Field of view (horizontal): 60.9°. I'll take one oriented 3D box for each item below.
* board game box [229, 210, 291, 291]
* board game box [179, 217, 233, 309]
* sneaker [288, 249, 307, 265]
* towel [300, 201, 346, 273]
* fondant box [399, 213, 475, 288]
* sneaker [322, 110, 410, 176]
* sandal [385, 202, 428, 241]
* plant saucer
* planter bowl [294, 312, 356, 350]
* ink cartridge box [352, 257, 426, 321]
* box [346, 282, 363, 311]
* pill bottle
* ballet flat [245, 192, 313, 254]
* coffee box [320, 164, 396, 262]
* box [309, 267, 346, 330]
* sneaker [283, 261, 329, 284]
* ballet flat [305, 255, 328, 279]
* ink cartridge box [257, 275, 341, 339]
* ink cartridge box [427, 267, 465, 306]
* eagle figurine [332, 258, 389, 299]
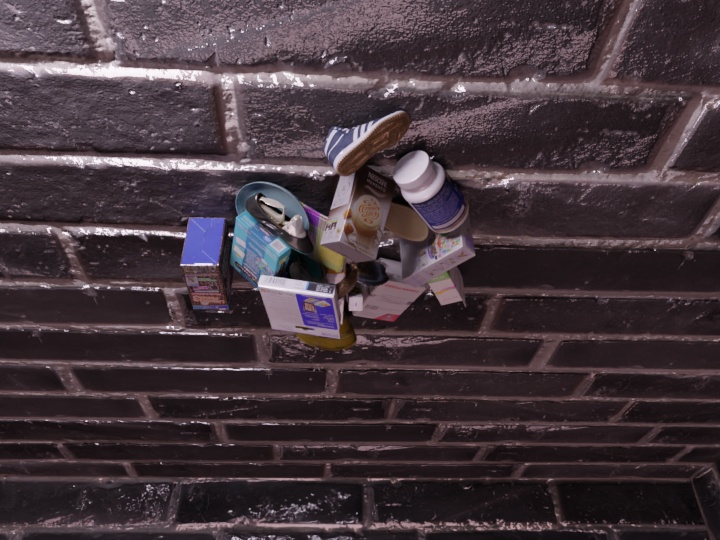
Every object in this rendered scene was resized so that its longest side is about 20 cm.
[{"bbox_3d":[-0.259,-0.038,1.564,0.151,0.047,0.200,41,145,12],"label":"board game box"},{"bbox_3d":[-0.401,-0.017,1.621,0.097,0.160,0.200,1,144,-3],"label":"board game box"},{"bbox_3d":[-0.209,-0.034,1.702,0.199,0.075,0.088,-11,175,2],"label":"sneaker"},{"bbox_3d":[-0.110,-0.087,1.542,0.200,0.023,0.144,28,130,21],"label":"towel"},{"bbox_3d":[0.195,-0.062,1.590,0.058,0.145,0.200,30,133,-34],"label":"fondant box"},{"bbox_3d":[0.006,-0.298,1.346,0.200,0.109,0.070,-37,136,-3],"label":"sneaker"},{"bbox_3d":[0.075,-0.143,1.558,0.211,0.070,0.078,22,103,-4],"label":"sandal"},{"bbox_3d":[-0.215,-0.142,1.522,0.200,0.027,0.200,15,136,14],"label":"plant saucer"},{"bbox_3d":[-0.101,0.158,1.879,0.200,0.200,0.084,7,112,-11],"label":"planter bowl"},{"bbox_3d":[0.079,0.060,1.793,0.146,0.083,0.200,12,141,-25],"label":"ink cartridge box"},{"bbox_3d":[-0.020,0.061,1.715,0.039,0.200,0.042,1,106,-5],"label":"box"},{"bbox_3d":[0.166,-0.186,1.448,0.115,0.116,0.200,-22,139,25],"label":"pill bottle"},{"bbox_3d":[-0.186,-0.115,1.468,0.200,0.068,0.068,35,129,-9],"label":"ballet flat"},{"bbox_3d":[-0.004,-0.134,1.433,0.114,0.201,0.080,25,161,-33],"label":"coffee box"},{"bbox_3d":[-0.106,0.078,1.776,0.119,0.041,0.201,3,112,-5],"label":"box"},{"bbox_3d":[-0.162,0.040,1.686,0.099,0.070,0.200,-18,143,26],"label":"sneaker"},{"bbox_3d":[-0.123,-0.075,1.618,0.070,0.065,0.201,7,119,30],"label":"ballet flat"},{"bbox_3d":[-0.150,0.097,1.577,0.197,0.043,0.200,8,143,10],"label":"ink cartridge box"},{"bbox_3d":[0.234,0.016,1.717,0.067,0.117,0.200,-15,140,19],"label":"ink cartridge box"},{"bbox_3d":[-0.007,-0.002,1.616,0.150,0.200,0.152,5,145,-8],"label":"eagle figurine"}]
